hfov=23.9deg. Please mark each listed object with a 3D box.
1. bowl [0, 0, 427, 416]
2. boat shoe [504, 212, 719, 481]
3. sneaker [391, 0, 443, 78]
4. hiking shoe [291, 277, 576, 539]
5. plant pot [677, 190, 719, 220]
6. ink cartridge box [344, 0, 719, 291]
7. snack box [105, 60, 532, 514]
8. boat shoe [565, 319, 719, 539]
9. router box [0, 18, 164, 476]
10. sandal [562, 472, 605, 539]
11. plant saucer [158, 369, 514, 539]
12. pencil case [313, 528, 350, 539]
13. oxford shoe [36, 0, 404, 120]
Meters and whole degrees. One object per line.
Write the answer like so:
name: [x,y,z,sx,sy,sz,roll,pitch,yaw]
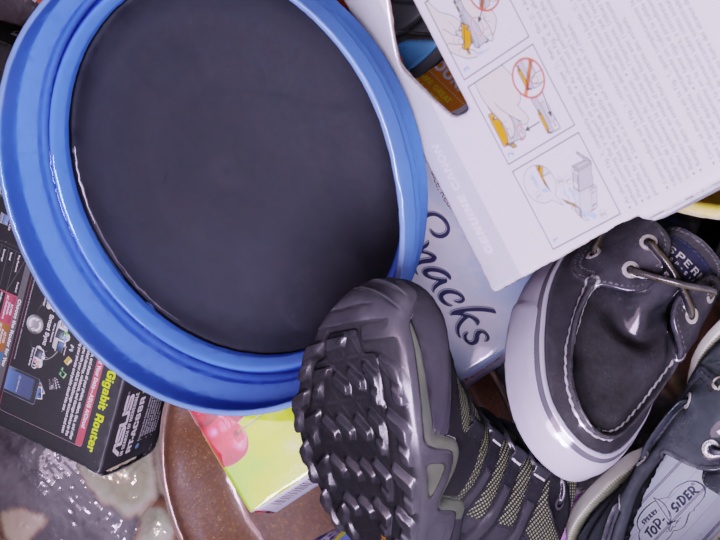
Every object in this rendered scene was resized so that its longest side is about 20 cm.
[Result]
bowl: [-0.062,-0.039,0.713,0.200,0.039,0.201,11,114,25]
boat shoe: [0.121,0.001,0.703,0.070,0.200,0.066,45,135,-9]
sneaker: [0.060,-0.166,0.755,0.073,0.082,0.200,38,103,19]
hiking shoe: [0.037,0.081,0.694,0.076,0.101,0.200,21,132,43]
plant pot: [0.168,-0.126,0.691,0.200,0.142,0.201,3,98,23]
ink cartridge box: [0.073,-0.112,0.635,0.173,0.044,0.200,-30,85,49]
snack box: [0.000,0.000,0.789,0.200,0.053,0.142,-33,79,3]
boat shoe: [0.150,0.081,0.691,0.074,0.066,0.199,30,124,-16]
router box: [-0.158,-0.015,0.888,0.150,0.062,0.200,22,106,19]
sandal: [0.140,0.126,0.791,0.202,0.050,0.083,-33,84,24]
plant saucer: [-0.006,0.098,0.856,0.200,0.037,0.201,3,99,22]
pencil case: [0.057,0.185,0.782,0.200,0.088,0.088,45,112,-2]
oxford shoe: [-0.059,-0.098,0.776,0.200,0.073,0.071,26,63,31]
